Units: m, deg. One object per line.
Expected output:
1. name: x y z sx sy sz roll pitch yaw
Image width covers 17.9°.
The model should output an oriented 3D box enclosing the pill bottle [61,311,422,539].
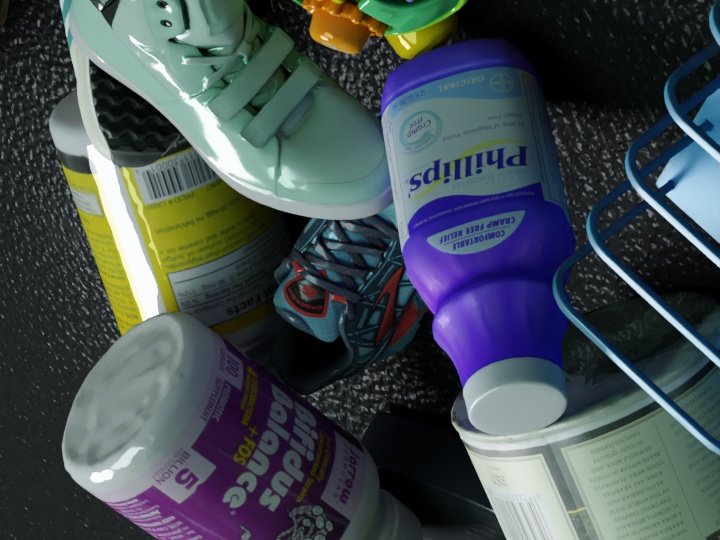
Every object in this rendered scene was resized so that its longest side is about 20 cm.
1. pill bottle: -0.060 0.120 1.282 0.200 0.112 0.112 38 152 -29

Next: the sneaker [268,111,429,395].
1. sneaker: 0.000 0.000 1.251 0.079 0.095 0.200 38 140 20

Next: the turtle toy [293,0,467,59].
1. turtle toy: 0.015 -0.180 1.086 0.200 0.101 0.146 -33 93 47

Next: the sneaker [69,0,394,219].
1. sneaker: -0.060 -0.103 1.138 0.200 0.074 0.118 33 160 4

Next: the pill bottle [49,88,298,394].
1. pill bottle: -0.099 -0.016 1.333 0.114 0.114 0.200 9 124 44

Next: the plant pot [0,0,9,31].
1. plant pot: -0.326 -0.150 1.449 0.187 0.187 0.200 51 158 4

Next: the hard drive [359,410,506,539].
1. hard drive: 0.081 0.168 1.337 0.200 0.042 0.135 20 131 38

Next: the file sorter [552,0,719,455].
1. file sorter: 0.189 -0.033 0.997 0.139 0.123 0.200 44 143 15

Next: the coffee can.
1. coffee can: 0.150 0.132 1.147 0.146 0.146 0.200 -6 113 50

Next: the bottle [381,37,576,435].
1. bottle: 0.060 -0.017 1.100 0.083 0.200 0.065 -15 145 12

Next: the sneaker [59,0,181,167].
1. sneaker: -0.131 -0.144 1.260 0.093 0.070 0.200 141 127 -63

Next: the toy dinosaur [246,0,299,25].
1. toy dinosaur: -0.067 -0.188 1.201 0.106 0.060 0.200 42 145 34
